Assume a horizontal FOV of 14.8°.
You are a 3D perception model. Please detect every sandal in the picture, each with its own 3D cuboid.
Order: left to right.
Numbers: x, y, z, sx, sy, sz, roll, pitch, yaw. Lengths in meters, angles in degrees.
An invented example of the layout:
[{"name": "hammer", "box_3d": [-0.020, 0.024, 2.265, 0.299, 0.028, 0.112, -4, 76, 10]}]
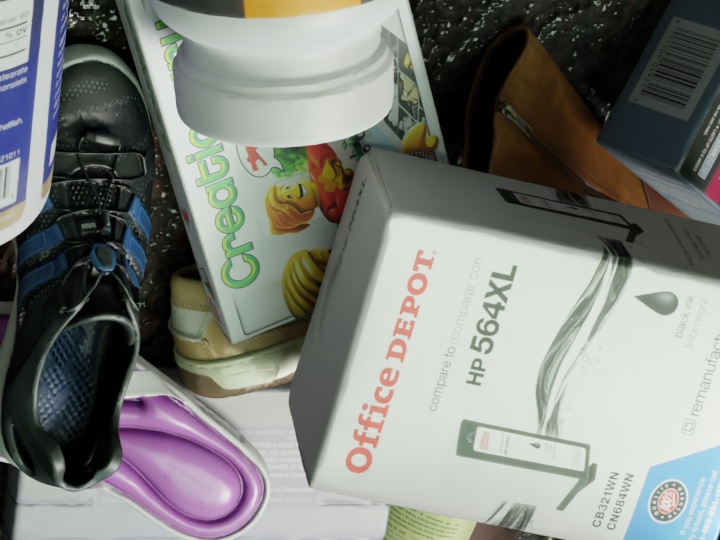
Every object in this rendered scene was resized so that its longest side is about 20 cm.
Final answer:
[{"name": "sandal", "box_3d": [-0.125, 0.075, 1.326, 0.202, 0.050, 0.083, 25, 101, -25]}]

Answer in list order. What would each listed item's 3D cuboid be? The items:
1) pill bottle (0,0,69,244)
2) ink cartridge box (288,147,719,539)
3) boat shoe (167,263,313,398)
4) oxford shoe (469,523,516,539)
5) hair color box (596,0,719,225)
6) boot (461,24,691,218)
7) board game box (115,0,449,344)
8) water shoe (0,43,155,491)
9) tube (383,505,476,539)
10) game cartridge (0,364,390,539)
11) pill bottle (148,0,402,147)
[{"name": "pill bottle", "box_3d": [-0.176, -0.114, 1.132, 0.115, 0.116, 0.200, -8, 130, -24]}, {"name": "ink cartridge box", "box_3d": [0.081, 0.041, 1.281, 0.199, 0.084, 0.146, 11, 111, -13]}, {"name": "boat shoe", "box_3d": [0.000, 0.000, 1.366, 0.199, 0.072, 0.076, -19, 115, -23]}, {"name": "oxford shoe", "box_3d": [0.075, 0.104, 1.479, 0.071, 0.072, 0.200, -34, 141, -34]}, {"name": "hair color box", "box_3d": [0.214, -0.059, 1.413, 0.200, 0.061, 0.099, 33, 84, -45]}, {"name": "boot", "box_3d": [0.113, 0.006, 1.364, 0.068, 0.189, 0.200, -3, 151, 34]}, {"name": "board game box", "box_3d": [-0.032, -0.076, 1.272, 0.126, 0.035, 0.200, -22, 121, -11]}, {"name": "water shoe", "box_3d": [-0.119, 0.000, 1.248, 0.071, 0.079, 0.201, 0, 101, -30]}, {"name": "tube", "box_3d": [0.037, 0.118, 1.449, 0.058, 0.052, 0.200, 2, 127, -22]}, {"name": "game cartridge", "box_3d": [-0.080, 0.110, 1.401, 0.199, 0.038, 0.130, 2, 107, -19]}, {"name": "pill bottle", "box_3d": [-0.036, -0.160, 1.143, 0.116, 0.116, 0.201, -12, 117, -20]}]
